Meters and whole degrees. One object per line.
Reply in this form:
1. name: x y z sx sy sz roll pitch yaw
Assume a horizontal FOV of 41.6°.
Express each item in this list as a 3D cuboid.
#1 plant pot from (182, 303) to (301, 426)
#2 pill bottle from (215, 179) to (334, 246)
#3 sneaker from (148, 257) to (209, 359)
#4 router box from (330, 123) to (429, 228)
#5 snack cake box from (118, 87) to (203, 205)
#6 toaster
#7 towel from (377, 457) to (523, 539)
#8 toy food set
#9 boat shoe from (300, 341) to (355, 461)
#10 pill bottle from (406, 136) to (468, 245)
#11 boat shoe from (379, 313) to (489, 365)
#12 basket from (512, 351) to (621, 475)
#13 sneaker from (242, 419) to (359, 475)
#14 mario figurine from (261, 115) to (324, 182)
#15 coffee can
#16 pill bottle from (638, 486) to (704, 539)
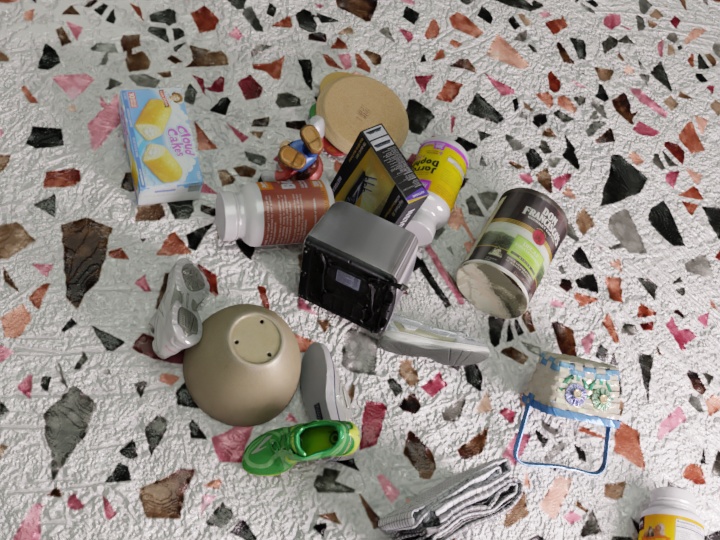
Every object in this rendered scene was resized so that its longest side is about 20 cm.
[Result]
1. plant pot: -0.181 0.136 1.534 0.197 0.135 0.203 7 63 -15
2. pill bottle: -0.151 -0.101 1.673 0.197 0.112 0.114 -5 66 -21
3. sneaker: -0.310 0.061 1.561 0.078 0.099 0.201 41 29 -28
4. router box: 0.027 -0.140 1.701 0.052 0.200 0.158 -25 74 -30
5. snack cake box: -0.358 -0.224 1.690 0.114 0.067 0.202 -9 68 -21
6. toaster: 0.000 0.000 1.616 0.198 0.182 0.119 25 57 9
7. towel: 0.145 0.384 1.504 0.198 0.166 0.086 -24 80 -27
8. toy food set: -0.001 -0.297 1.857 0.198 0.049 0.200 20 60 -9
9. boat shoe: -0.047 0.218 1.579 0.065 0.072 0.202 13 52 -45
10. pill bottle: 0.132 -0.149 1.796 0.103 0.104 0.202 25 59 -5
11. boat shoe: 0.134 0.122 1.683 0.199 0.075 0.066 9 61 -4
12. basket: 0.365 0.253 1.668 0.174 0.139 0.203 9 96 -13
13. sneaker: -0.101 0.270 1.491 0.198 0.084 0.075 -18 66 13
14. mario figurine: -0.121 -0.213 1.693 0.122 0.200 0.108 -8 87 -7
15. coffee can: 0.284 -0.033 1.765 0.146 0.147 0.201 34 60 0
16. pill bottle: 0.529 0.480 1.616 0.108 0.109 0.202 19 60 -8
